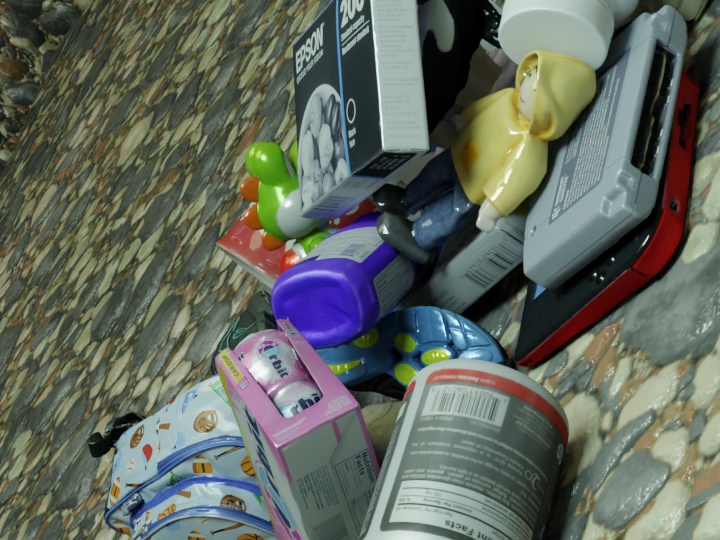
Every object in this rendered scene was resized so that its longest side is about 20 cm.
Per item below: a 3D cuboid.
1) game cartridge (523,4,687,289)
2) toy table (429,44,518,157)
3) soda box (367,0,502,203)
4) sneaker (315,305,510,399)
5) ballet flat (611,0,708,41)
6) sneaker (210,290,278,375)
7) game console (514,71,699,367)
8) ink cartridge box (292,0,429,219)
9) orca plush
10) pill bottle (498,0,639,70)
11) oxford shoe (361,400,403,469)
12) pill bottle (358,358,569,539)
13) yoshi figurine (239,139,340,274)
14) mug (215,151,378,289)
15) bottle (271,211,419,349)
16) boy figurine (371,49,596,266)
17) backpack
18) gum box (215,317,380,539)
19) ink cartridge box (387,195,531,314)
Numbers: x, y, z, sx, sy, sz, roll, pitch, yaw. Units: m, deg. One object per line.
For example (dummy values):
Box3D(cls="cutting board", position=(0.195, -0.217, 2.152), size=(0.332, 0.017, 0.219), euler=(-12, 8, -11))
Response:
Box3D(cls="game cartridge", position=(0.173, -0.086, 1.463), size=(0.133, 0.041, 0.201), euler=(-36, 28, 47))
Box3D(cls="toy table", position=(0.063, -0.151, 1.655), size=(0.185, 0.117, 0.200), euler=(-57, 10, 9))
Box3D(cls="soda box", position=(0.068, -0.144, 1.786), size=(0.201, 0.068, 0.064), euler=(-52, 4, -19))
Box3D(cls="sneaker", position=(0.047, 0.066, 1.569), size=(0.199, 0.082, 0.072), euler=(-2, 84, 52))
Box3D(cls="ballet flat", position=(0.231, -0.216, 1.578), size=(0.200, 0.067, 0.073), euler=(-32, 51, 50))
Box3D(cls="sneaker", position=(-0.081, 0.077, 1.691), size=(0.079, 0.075, 0.200), euler=(-46, 9, 3))
Box3D(cls="game console", position=(0.177, -0.043, 1.480), size=(0.177, 0.031, 0.201), euler=(-40, 25, 43))
Box3D(cls="ink cartridge box", position=(-0.005, -0.160, 1.541), size=(0.198, 0.043, 0.202), euler=(145, 124, -67))
Box3D(cls="orca plush", position=(0.077, -0.176, 1.519), size=(0.105, 0.070, 0.202), euler=(72, -150, -64))
Box3D(cls="pill bottle", position=(0.163, -0.248, 1.518), size=(0.112, 0.112, 0.202), euler=(-32, 37, 52))
Box3D(cls="oxford shoe", position=(0.042, 0.148, 1.467), size=(0.074, 0.071, 0.200), euler=(-25, 34, -9))
Box3D(cls="pill bottle", position=(0.060, 0.169, 1.312), size=(0.116, 0.115, 0.201), euler=(-33, 31, 51))
Box3D(cls="yoshi figurine", position=(-0.019, -0.036, 1.722), size=(0.112, 0.201, 0.112), euler=(-15, 24, 36))
Box3D(cls="mug", position=(-0.032, -0.071, 1.907), size=(0.201, 0.133, 0.177), euler=(-56, 20, -4))
Box3D(cls="bottle", position=(0.000, 0.000, 1.567), size=(0.083, 0.066, 0.200), euler=(-12, 13, 23))
Box3D(cls="boy figurine", position=(0.095, -0.084, 1.503), size=(0.200, 0.064, 0.125), euler=(-41, 36, 34))
Box3D(cls="backpack", position=(-0.093, 0.168, 1.596), size=(0.191, 0.199, 0.155), euler=(-45, 35, 37))
Box3D(cls="gum box", position=(-0.032, 0.141, 1.418), size=(0.066, 0.201, 0.114), euler=(-26, 39, -13))
Box3D(cls="ink cartridge box", position=(0.099, -0.051, 1.643), size=(0.198, 0.047, 0.201), euler=(-46, 15, 50))
